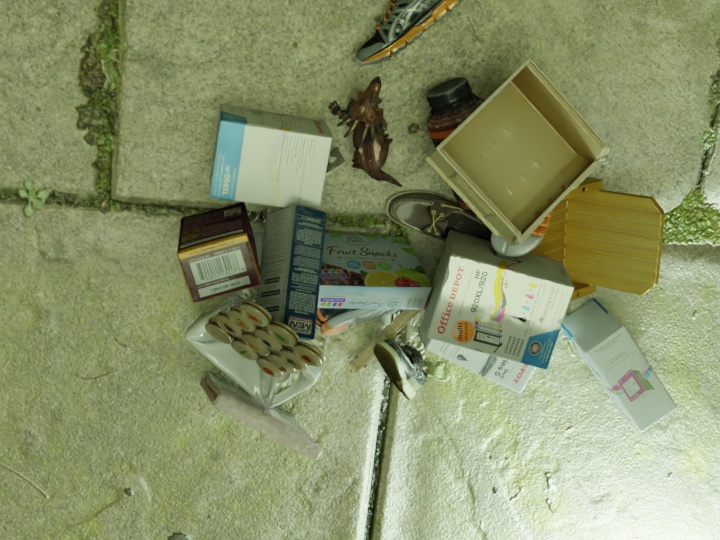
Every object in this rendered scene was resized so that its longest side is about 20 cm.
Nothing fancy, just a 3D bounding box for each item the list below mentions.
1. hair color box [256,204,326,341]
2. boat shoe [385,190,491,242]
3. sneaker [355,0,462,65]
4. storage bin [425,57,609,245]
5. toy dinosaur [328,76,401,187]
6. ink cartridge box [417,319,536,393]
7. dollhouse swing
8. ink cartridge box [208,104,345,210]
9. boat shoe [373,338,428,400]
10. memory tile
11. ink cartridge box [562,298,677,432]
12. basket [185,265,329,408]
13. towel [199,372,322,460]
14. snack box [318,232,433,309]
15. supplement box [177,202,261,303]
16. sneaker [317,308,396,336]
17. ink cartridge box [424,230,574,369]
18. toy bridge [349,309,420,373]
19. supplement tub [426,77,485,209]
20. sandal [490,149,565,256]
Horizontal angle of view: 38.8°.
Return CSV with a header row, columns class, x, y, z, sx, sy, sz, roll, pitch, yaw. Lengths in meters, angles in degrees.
class,x,y,z,sx,sy,sz,roll,pitch,yaw
hair color box,-0.109,0.008,1.577,0.060,0.100,0.201,12,78,-30
boat shoe,0.141,-0.083,1.717,0.200,0.060,0.072,15,107,-13
sneaker,0.068,-0.394,1.596,0.200,0.078,0.077,-39,97,3
storage bin,0.239,-0.173,1.552,0.200,0.094,0.199,-45,96,-10
toy dinosaur,0.013,-0.205,1.616,0.086,0.136,0.200,-19,111,-1
ink cartridge box,0.224,0.102,1.781,0.200,0.084,0.146,25,104,-15
dollhouse swing,0.374,-0.038,1.692,0.181,0.176,0.200,-16,115,-37
ink cartridge box,-0.130,-0.174,1.611,0.199,0.129,0.126,9,108,-10
boat shoe,0.074,0.157,1.756,0.065,0.073,0.200,-42,155,-10
memory tile,-0.148,0.108,1.543,0.153,0.200,0.017,39,64,-14
ink cartridge box,0.453,0.166,1.803,0.085,0.145,0.200,-35,110,4
basket,-0.163,0.106,1.692,0.135,0.123,0.200,-33,112,35
towel,-0.171,0.242,1.724,0.200,0.191,0.032,31,87,-17
snack box,0.000,0.000,1.661,0.200,0.142,0.053,2,126,-23
supplement box,-0.222,-0.032,1.611,0.110,0.200,0.086,-15,110,-3
sneaker,0.000,0.029,1.728,0.200,0.078,0.112,-16,71,-32
ink cartridge box,0.215,0.045,1.632,0.200,0.145,0.148,15,107,-1
toy bridge,0.052,0.108,1.768,0.200,0.067,0.027,-45,83,8
supplement tub,0.173,-0.207,1.653,0.107,0.107,0.200,-25,111,1
sandal,0.276,-0.109,1.635,0.079,0.059,0.207,23,78,13
